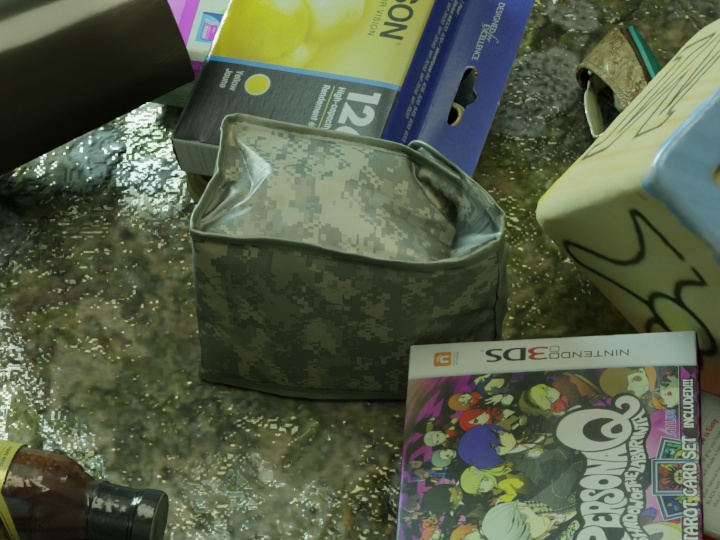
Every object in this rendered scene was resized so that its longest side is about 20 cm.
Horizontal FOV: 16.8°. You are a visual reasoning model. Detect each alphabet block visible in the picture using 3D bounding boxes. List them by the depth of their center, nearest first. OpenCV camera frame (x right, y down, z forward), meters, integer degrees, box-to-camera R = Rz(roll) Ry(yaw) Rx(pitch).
[{"bbox_3d":[0.259,-0.045,1.498,0.196,0.200,0.195,-44,97,-16],"label":"alphabet block"}]

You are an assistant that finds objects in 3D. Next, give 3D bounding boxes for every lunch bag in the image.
[{"bbox_3d":[0.000,0.000,1.551,0.200,0.164,0.118,10,53,7],"label":"lunch bag"}]

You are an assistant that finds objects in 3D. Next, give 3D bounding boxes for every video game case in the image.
[{"bbox_3d":[0.114,0.125,1.447,0.181,0.036,0.200,-3,49,11],"label":"video game case"}]

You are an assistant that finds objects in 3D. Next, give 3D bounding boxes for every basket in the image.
[{"bbox_3d":[-0.224,-0.142,1.644,0.200,0.180,0.136,-23,88,-6],"label":"basket"}]

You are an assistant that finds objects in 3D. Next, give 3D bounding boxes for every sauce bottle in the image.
[{"bbox_3d":[-0.219,0.137,1.501,0.200,0.066,0.066,10,51,11],"label":"sauce bottle"}]

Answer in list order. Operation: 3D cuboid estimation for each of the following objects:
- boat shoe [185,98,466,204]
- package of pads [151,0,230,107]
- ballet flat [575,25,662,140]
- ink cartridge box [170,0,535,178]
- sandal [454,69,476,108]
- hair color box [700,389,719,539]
[{"bbox_3d":[-0.024,-0.086,1.674,0.200,0.063,0.073,-11,69,-1],"label":"boat shoe"},{"bbox_3d":[-0.067,-0.200,1.778,0.154,0.068,0.200,7,51,6],"label":"package of pads"},{"bbox_3d":[0.196,-0.098,1.686,0.065,0.071,0.200,-36,31,12],"label":"ballet flat"},{"bbox_3d":[-0.003,-0.140,1.651,0.200,0.047,0.198,9,57,19],"label":"ink cartridge box"},{"bbox_3d":[0.047,-0.162,1.760,0.075,0.048,0.201,-6,52,-3],"label":"sandal"},{"bbox_3d":[0.194,0.127,1.494,0.200,0.061,0.102,20,55,26],"label":"hair color box"}]
